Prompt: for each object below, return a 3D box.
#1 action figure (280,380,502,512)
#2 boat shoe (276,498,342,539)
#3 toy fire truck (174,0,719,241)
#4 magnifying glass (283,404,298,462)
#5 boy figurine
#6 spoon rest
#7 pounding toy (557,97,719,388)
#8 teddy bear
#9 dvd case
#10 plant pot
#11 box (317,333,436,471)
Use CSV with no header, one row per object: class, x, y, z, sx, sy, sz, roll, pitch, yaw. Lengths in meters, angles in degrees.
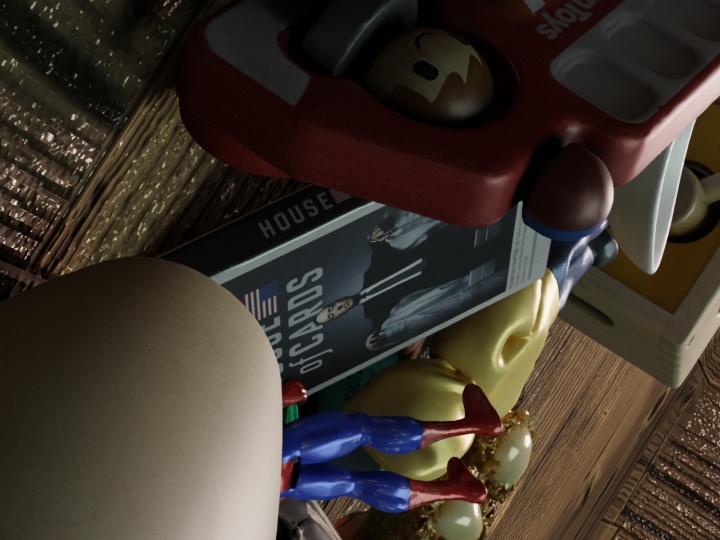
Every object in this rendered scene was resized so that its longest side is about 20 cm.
action figure,-0.034,0.086,0.874,0.199,0.052,0.066,-3,122,-30
boat shoe,-0.030,0.156,0.928,0.075,0.200,0.073,-46,-153,3
toy fire truck,0.037,-0.084,0.696,0.200,0.167,0.113,-41,157,-46
magnifying glass,-0.042,0.112,1.044,0.200,0.022,0.080,79,12,-74
boy figurine,0.065,0.034,1.001,0.200,0.064,0.125,-48,165,-27
spoon rest,0.157,-0.097,0.962,0.099,0.060,0.202,-31,125,-72
pounding toy,0.193,-0.049,1.157,0.185,0.199,0.142,-55,163,-10
teddy bear,0.030,0.140,1.078,0.145,0.067,0.200,-53,178,-20
dvd case,0.000,0.000,0.856,0.199,0.025,0.151,-27,154,-15
plant pot,-0.101,0.086,0.633,0.200,0.186,0.188,-58,171,-53
box,0.020,0.041,1.086,0.082,0.049,0.200,-49,162,-29
